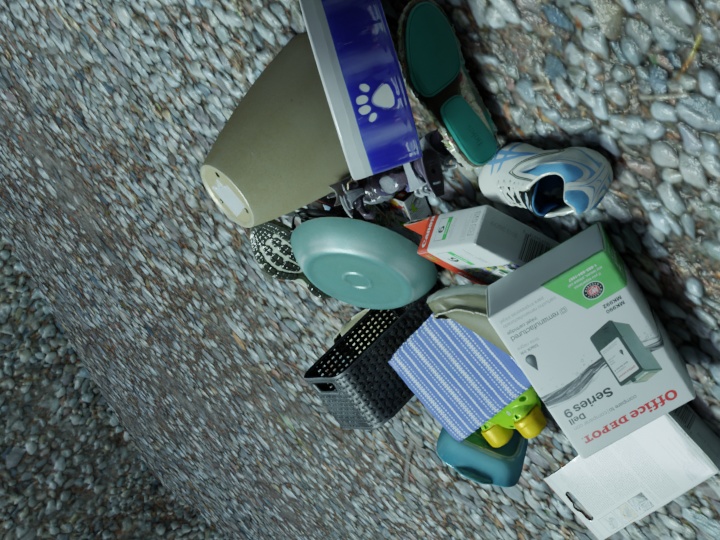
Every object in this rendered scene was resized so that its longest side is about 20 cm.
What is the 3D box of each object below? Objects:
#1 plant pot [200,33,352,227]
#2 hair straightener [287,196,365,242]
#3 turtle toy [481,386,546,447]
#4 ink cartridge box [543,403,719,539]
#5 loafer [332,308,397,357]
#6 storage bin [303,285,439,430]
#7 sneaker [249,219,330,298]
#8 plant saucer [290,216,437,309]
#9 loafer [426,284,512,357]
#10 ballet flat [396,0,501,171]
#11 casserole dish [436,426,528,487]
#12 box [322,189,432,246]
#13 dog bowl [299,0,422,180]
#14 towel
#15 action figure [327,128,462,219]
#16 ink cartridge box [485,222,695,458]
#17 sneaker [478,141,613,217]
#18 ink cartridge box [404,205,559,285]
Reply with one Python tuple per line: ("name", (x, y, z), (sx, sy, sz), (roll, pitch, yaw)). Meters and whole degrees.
("plant pot", (-0.091, -0.149, 1.556), (0.187, 0.200, 0.188), (38, 156, 20))
("hair straightener", (-0.064, -0.066, 1.723), (0.198, 0.078, 0.041), (20, 178, 40))
("turtle toy", (0.172, 0.144, 1.673), (0.146, 0.101, 0.200), (51, 149, -5))
("ink cartridge box", (0.320, 0.227, 1.510), (0.109, 0.050, 0.200), (47, 130, 1))
("loafer", (0.014, 0.096, 1.935), (0.076, 0.068, 0.200), (48, 158, -1))
("storage bin", (0.036, 0.115, 1.750), (0.094, 0.200, 0.135), (52, 157, -13))
("sneaker", (-0.094, -0.032, 1.850), (0.199, 0.077, 0.089), (36, -156, -44))
("plant saucer", (0.000, 0.000, 1.657), (0.197, 0.036, 0.201), (13, 153, 7))
("loafer", (0.171, 0.061, 1.470), (0.197, 0.071, 0.075), (9, 172, 4))
("ballet flat", (0.082, -0.193, 1.346), (0.202, 0.075, 0.064), (64, 169, -26))
("casserole dish", (0.172, 0.220, 1.743), (0.120, 0.200, 0.039), (22, 116, 6))
("box", (0.019, -0.082, 1.681), (0.199, 0.035, 0.111), (22, 147, 46))
("dog bowl", (0.001, -0.202, 1.337), (0.200, 0.078, 0.203), (-17, -90, -87))
("towel", (0.125, 0.117, 1.589), (0.145, 0.024, 0.200), (49, 141, 6))
("action figure", (0.042, -0.104, 1.502), (0.199, 0.129, 0.070), (-21, 100, 58))
("ink cartridge box", (0.245, 0.076, 1.369), (0.201, 0.145, 0.084), (54, -164, -17))
("sneaker", (0.178, -0.089, 1.336), (0.072, 0.072, 0.199), (54, 158, -19))
("ink cartridge box", (0.131, -0.022, 1.484), (0.108, 0.051, 0.199), (26, 166, -22))
